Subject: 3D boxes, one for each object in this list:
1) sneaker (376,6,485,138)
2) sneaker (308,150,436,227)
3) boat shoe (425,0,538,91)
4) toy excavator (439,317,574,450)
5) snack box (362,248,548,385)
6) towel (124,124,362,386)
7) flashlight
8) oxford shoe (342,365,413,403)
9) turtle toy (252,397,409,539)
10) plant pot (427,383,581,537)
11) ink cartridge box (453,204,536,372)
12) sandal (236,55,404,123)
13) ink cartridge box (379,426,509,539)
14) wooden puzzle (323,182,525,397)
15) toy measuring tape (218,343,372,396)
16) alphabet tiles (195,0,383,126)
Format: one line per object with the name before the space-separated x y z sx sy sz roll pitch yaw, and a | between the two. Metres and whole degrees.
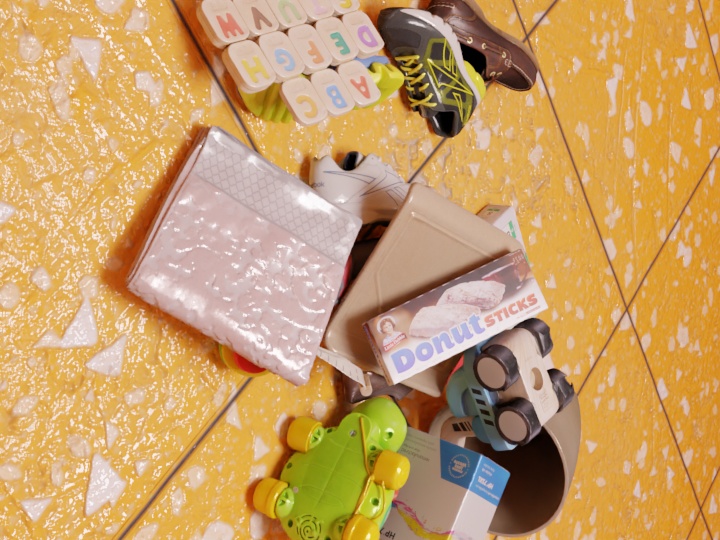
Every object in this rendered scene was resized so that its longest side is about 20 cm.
sneaker | 0.082 -0.229 1.233 0.200 0.074 0.086 37 67 -43
sneaker | 0.019 -0.090 1.181 0.199 0.074 0.089 -6 92 -49
boat shoe | 0.148 -0.270 1.309 0.199 0.070 0.071 28 66 -37
toy excavator | 0.142 0.163 1.211 0.099 0.199 0.197 -31 103 -43
snack box | 0.102 0.048 1.123 0.198 0.024 0.073 -24 88 -19
towel | -0.104 -0.016 1.014 0.199 0.032 0.193 32 62 -21
flashlight | 0.000 0.000 1.173 0.199 0.068 0.068 -11 64 -51
oxford shoe | 0.051 0.109 1.245 0.198 0.071 0.074 -6 115 -41
turtle toy | -0.013 0.222 1.133 0.201 0.144 0.101 -61 154 -24
plant pot | 0.208 0.207 1.353 0.200 0.185 0.190 -32 117 -56
ink cartridge box | 0.151 0.033 1.354 0.200 0.050 0.163 -43 123 -40
sandal | -0.050 -0.210 1.101 0.198 0.079 0.088 -14 73 -42
ink cartridge box | 0.068 0.288 1.154 0.067 0.115 0.202 37 73 -44
wooden puzzle | 0.070 0.024 1.152 0.184 0.037 0.202 25 97 -36
toy measuring tape | -0.080 0.089 1.067 0.199 0.073 0.074 34 68 -26
alphabet tiles | -0.065 -0.240 1.044 0.199 0.015 0.197 -26 84 -42
